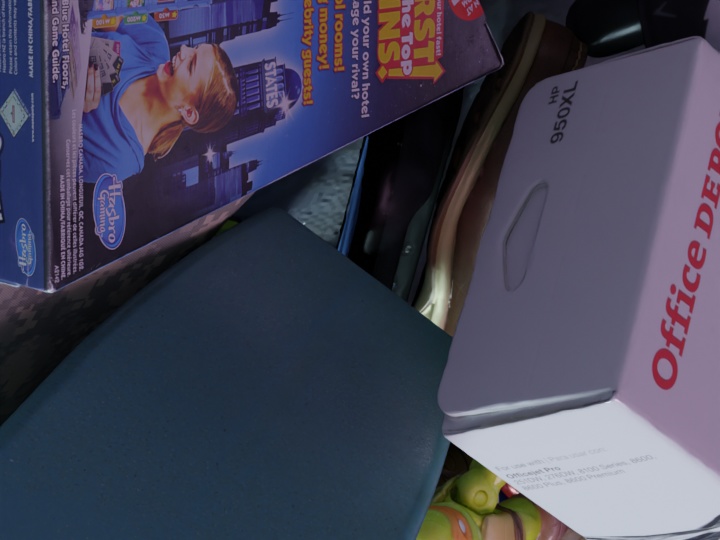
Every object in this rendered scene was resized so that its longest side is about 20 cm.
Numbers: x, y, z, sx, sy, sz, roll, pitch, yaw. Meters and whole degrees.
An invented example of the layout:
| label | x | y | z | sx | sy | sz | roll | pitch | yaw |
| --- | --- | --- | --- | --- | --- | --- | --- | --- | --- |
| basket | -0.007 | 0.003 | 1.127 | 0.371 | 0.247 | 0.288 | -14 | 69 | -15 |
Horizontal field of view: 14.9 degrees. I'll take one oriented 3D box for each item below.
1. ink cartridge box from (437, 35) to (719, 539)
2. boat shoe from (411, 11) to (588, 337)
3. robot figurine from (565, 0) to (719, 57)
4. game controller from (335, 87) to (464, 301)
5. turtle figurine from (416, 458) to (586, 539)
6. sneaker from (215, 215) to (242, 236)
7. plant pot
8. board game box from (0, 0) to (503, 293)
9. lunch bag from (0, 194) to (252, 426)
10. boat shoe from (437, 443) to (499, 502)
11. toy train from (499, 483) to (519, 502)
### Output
| label | x | y | z | sx | sy | sz | roll | pitch | yaw |
| --- | --- | --- | --- | --- | --- | --- | --- | --- | --- |
| ink cartridge box | 0.134 | 0.035 | 0.966 | 0.084 | 0.145 | 0.200 | -14 | 140 | 45 |
| boat shoe | 0.061 | -0.012 | 1.056 | 0.067 | 0.072 | 0.201 | 18 | 131 | 4 |
| robot figurine | 0.177 | -0.098 | 1.001 | 0.199 | 0.125 | 0.150 | -14 | 140 | 29 |
| game controller | 0.000 | 0.000 | 1.066 | 0.042 | 0.105 | 0.201 | 17 | 132 | 3 |
| turtle figurine | 0.041 | 0.116 | 1.023 | 0.064 | 0.201 | 0.161 | 11 | 171 | 22 |
| sneaker | -0.100 | 0.069 | 1.087 | 0.200 | 0.081 | 0.074 | -50 | 130 | 3 |
| plant pot | -0.059 | 0.087 | 0.948 | 0.200 | 0.141 | 0.141 | -54 | -179 | -35 |
| board game box | -0.041 | -0.109 | 0.869 | 0.199 | 0.061 | 0.201 | -11 | 107 | -45 |
| lunch bag | -0.136 | -0.011 | 0.964 | 0.199 | 0.118 | 0.164 | -7 | 145 | -45 |
| boat shoe | -0.009 | 0.108 | 1.161 | 0.071 | 0.070 | 0.199 | -35 | -160 | -35 |
| toy train | 0.097 | 0.091 | 1.172 | 0.115 | 0.201 | 0.085 | 18 | 169 | -17 |
